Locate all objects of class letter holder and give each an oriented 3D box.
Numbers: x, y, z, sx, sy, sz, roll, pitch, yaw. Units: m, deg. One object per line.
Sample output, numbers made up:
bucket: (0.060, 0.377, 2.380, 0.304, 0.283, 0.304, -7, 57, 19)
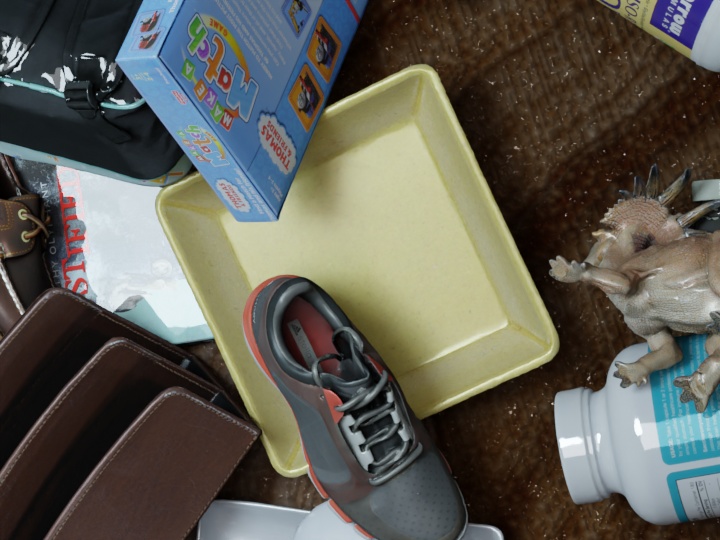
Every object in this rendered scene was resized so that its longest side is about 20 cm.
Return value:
letter holder: (-0.186, 0.130, 1.547, 0.200, 0.142, 0.101, -54, 38, 6)

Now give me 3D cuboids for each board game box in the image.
board game box: (-0.063, -0.154, 1.496, 0.036, 0.151, 0.201, -1, 53, 32)

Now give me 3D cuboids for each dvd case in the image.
dvd case: (-0.179, -0.014, 1.626, 0.199, 0.022, 0.147, -8, 87, 13)

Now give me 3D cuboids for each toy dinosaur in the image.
toy dinosaur: (0.199, 0.003, 1.451, 0.199, 0.136, 0.086, 15, 132, 30)

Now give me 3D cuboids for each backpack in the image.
backpack: (-0.158, -0.160, 1.549, 0.175, 0.154, 0.201, 12, 66, 17)

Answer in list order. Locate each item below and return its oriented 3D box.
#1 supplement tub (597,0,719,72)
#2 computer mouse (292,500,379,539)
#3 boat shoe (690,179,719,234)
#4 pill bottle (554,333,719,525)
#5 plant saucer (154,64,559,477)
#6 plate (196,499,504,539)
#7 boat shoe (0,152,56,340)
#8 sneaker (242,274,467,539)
supplement tub: (0.201, -0.209, 1.483, 0.199, 0.145, 0.146, 34, 96, 12)
computer mouse: (0.032, 0.223, 1.530, 0.200, 0.044, 0.110, 42, 98, 10)
boat shoe: (0.297, -0.020, 1.497, 0.200, 0.072, 0.061, 4, 89, 20)
pill bottle: (0.220, 0.090, 1.489, 0.199, 0.111, 0.112, -10, 86, 12)
plant saucer: (0.000, 0.000, 1.564, 0.199, 0.048, 0.201, -25, 90, 11)
plate: (-0.011, 0.252, 1.576, 0.198, 0.032, 0.201, 4, 89, 12)
boat shoe: (-0.236, -0.031, 1.592, 0.070, 0.070, 0.201, -33, 82, 14)
sneaker: (-0.004, 0.089, 1.497, 0.077, 0.082, 0.200, -37, 89, -14)
